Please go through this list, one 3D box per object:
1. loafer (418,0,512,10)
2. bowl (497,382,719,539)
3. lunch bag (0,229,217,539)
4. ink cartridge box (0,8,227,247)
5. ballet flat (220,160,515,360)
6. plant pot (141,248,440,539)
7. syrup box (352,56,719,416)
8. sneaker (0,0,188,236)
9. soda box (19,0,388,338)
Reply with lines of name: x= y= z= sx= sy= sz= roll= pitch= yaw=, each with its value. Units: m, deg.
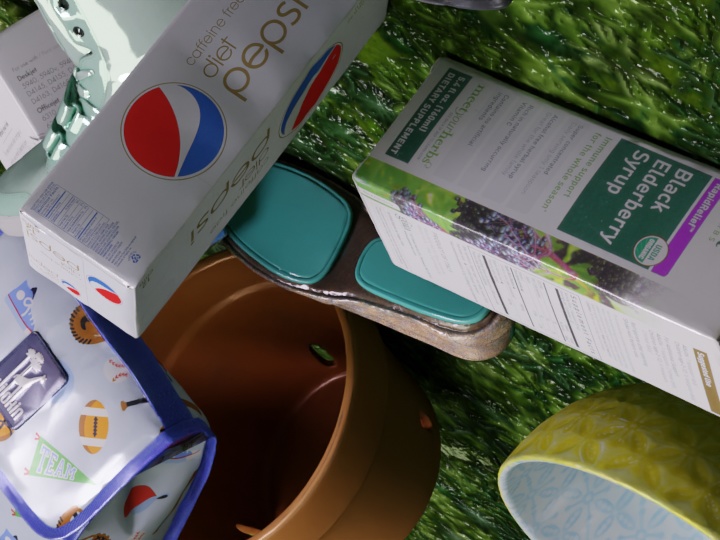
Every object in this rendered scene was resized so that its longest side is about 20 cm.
loafer: x=-0.022 y=-0.155 z=1.076 sx=0.200 sy=0.068 sz=0.070 roll=22 pitch=148 yaw=27
bowl: x=0.181 y=0.115 z=1.309 sx=0.200 sy=0.108 sz=0.200 roll=32 pitch=161 yaw=12
lunch bag: x=-0.171 y=0.080 z=1.433 sx=0.170 sy=0.124 sz=0.200 roll=53 pitch=142 yaw=17
ink cartridge box: x=-0.162 y=-0.080 z=1.444 sx=0.200 sy=0.067 sz=0.116 roll=59 pitch=163 yaw=-1
ballet flat: x=0.000 y=0.000 z=1.421 sx=0.200 sy=0.068 sz=0.067 roll=28 pitch=167 yaw=27
plant pot: x=-0.044 y=0.102 z=1.573 sx=0.200 sy=0.200 sz=0.140 roll=18 pitch=170 yaw=43
syrup box: x=0.104 y=-0.015 z=1.176 sx=0.200 sy=0.079 sz=0.081 roll=25 pitch=158 yaw=30
sneaker: x=-0.142 y=-0.103 z=1.305 sx=0.200 sy=0.074 sz=0.118 roll=-33 pitch=116 yaw=29
soda box: x=-0.066 y=-0.072 z=1.148 sx=0.064 sy=0.200 sz=0.068 roll=34 pitch=161 yaw=9
